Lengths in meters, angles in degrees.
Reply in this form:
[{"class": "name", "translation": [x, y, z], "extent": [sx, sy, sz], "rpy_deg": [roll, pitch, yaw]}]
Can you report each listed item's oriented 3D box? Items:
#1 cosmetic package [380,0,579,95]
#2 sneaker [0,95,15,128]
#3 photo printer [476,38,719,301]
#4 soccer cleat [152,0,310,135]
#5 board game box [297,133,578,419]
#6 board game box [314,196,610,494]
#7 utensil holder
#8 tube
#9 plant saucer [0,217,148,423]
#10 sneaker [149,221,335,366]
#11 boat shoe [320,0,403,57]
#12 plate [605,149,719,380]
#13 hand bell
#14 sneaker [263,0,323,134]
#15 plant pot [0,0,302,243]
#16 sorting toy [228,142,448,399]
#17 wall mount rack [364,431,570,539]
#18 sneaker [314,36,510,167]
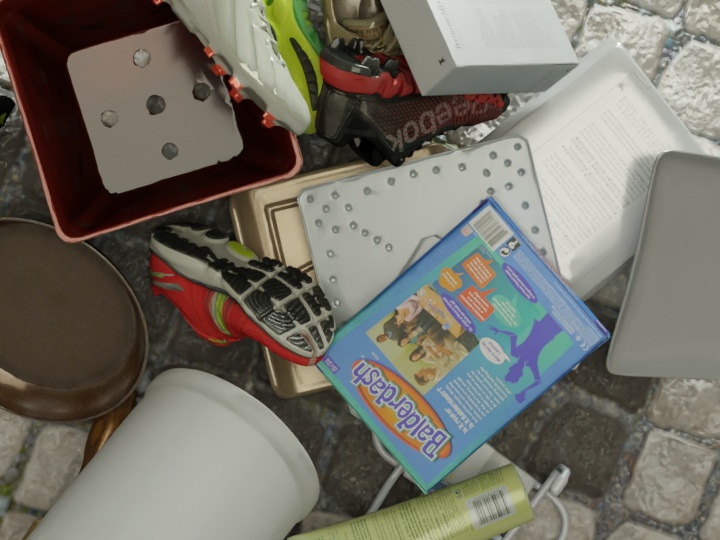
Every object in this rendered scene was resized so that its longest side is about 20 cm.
[{"class": "cosmetic package", "translation": [0.079, -0.242, 1.562], "extent": [0.151, 0.052, 0.200], "rpy_deg": [-5, 66, -45]}, {"class": "sneaker", "translation": [-0.331, -0.115, 1.591], "extent": [0.087, 0.074, 0.201], "rpy_deg": [-10, 86, 2]}, {"class": "photo printer", "translation": [0.188, -0.074, 1.627], "extent": [0.200, 0.069, 0.167], "rpy_deg": [-39, 93, -2]}, {"class": "soccer cleat", "translation": [-0.095, -0.192, 1.436], "extent": [0.078, 0.069, 0.200], "rpy_deg": [-40, 90, -6]}, {"class": "board game box", "translation": [0.066, 0.005, 1.587], "extent": [0.199, 0.026, 0.201], "rpy_deg": [-14, 93, 8]}, {"class": "board game box", "translation": [0.080, 0.061, 1.553], "extent": [0.200, 0.045, 0.152], "rpy_deg": [-41, 89, 7]}, {"class": "utensil holder", "translation": [-0.157, 0.205, 1.518], "extent": [0.170, 0.170, 0.200], "rpy_deg": [42, 57, -3]}, {"class": "tube", "translation": [0.043, 0.217, 1.562], "extent": [0.200, 0.058, 0.052], "rpy_deg": [-22, 107, -2]}, {"class": "plant saucer", "translation": [-0.267, 0.037, 1.575], "extent": [0.200, 0.032, 0.201], "rpy_deg": [8, 123, 12]}, {"class": "sneaker", "translation": [-0.099, 0.031, 1.579], "extent": [0.200, 0.077, 0.085], "rpy_deg": [33, 128, 33]}, {"class": "boat shoe", "translation": [0.004, -0.200, 1.617], "extent": [0.072, 0.065, 0.201], "rpy_deg": [-14, 91, -3]}, {"class": "plate", "translation": [0.311, -0.002, 1.616], "extent": [0.199, 0.032, 0.201], "rpy_deg": [4, 108, -22]}, {"class": "hand bell", "translation": [-0.237, 0.191, 1.606], "extent": [0.104, 0.104, 0.200], "rpy_deg": [25, 75, -3]}, {"class": "sneaker", "translation": [-0.072, -0.204, 1.610], "extent": [0.074, 0.084, 0.201], "rpy_deg": [-12, 72, -1]}, {"class": "plant pot", "translation": [-0.171, -0.144, 1.551], "extent": [0.199, 0.176, 0.201], "rpy_deg": [-17, 92, -4]}, {"class": "sorting toy", "translation": [0.000, 0.000, 1.636], "extent": [0.199, 0.036, 0.186], "rpy_deg": [-13, 91, -8]}, {"class": "wall mount rack", "translation": [0.079, 0.204, 1.619], "extent": [0.200, 0.075, 0.174], "rpy_deg": [36, 92, -2]}, {"class": "sneaker", "translation": [0.039, -0.134, 1.572], "extent": [0.200, 0.071, 0.098], "rpy_deg": [0, 116, -41]}]
